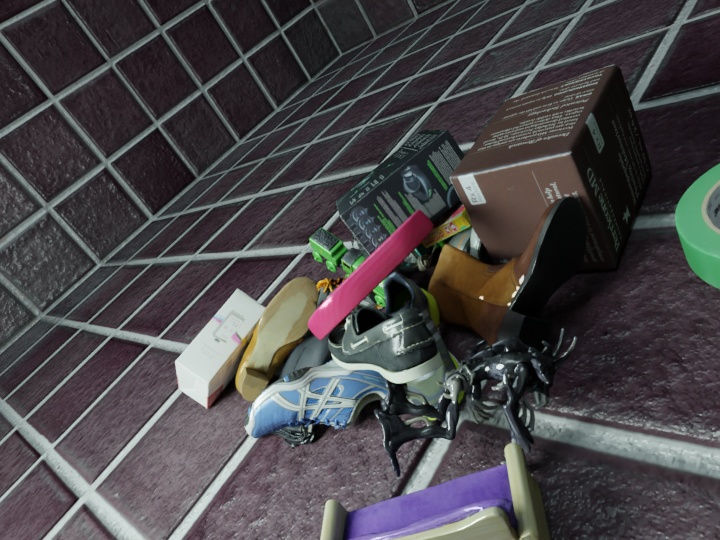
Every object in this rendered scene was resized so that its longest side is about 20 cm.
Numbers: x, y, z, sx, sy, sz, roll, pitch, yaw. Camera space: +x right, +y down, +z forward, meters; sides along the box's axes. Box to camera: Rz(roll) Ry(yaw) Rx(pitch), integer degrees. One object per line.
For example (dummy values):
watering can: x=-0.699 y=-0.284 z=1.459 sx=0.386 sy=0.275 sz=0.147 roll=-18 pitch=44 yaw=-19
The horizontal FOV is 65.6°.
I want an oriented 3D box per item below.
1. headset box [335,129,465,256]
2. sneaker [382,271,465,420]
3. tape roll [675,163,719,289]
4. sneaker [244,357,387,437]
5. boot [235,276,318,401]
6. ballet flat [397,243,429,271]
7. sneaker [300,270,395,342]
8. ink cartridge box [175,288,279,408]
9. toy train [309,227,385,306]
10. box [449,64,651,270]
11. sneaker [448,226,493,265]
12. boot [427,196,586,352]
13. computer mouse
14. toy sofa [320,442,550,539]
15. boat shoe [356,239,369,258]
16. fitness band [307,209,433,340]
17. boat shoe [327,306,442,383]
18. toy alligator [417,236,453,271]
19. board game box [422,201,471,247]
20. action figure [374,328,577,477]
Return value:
headset box: x=0.057 y=-0.111 z=0.832 sx=0.199 sy=0.093 sz=0.174 roll=-38 pitch=13 yaw=4
sneaker: x=0.064 y=0.085 z=0.667 sx=0.073 sy=0.081 sz=0.201 roll=-34 pitch=41 yaw=15
tape roll: x=0.422 y=-0.058 z=0.544 sx=0.199 sy=0.048 sz=0.201 roll=-28 pitch=26 yaw=15
sneaker: x=-0.046 y=0.158 z=0.676 sx=0.198 sy=0.076 sz=0.078 roll=-25 pitch=66 yaw=-2
boot: x=-0.136 y=0.097 z=0.857 sx=0.203 sy=0.070 sz=0.144 roll=-62 pitch=13 yaw=-4
ballet flat: x=0.089 y=-0.066 z=0.943 sx=0.071 sy=0.072 sz=0.201 roll=-20 pitch=28 yaw=28
sneaker: x=-0.033 y=0.044 z=0.889 sx=0.198 sy=0.078 sz=0.078 roll=-31 pitch=24 yaw=5
ink cartridge box: x=-0.218 y=0.116 z=0.938 sx=0.201 sy=0.067 sz=0.117 roll=-54 pitch=-7 yaw=-35
toy train: x=0.000 y=0.000 z=0.841 sx=0.199 sy=0.057 sz=0.042 roll=34 pitch=65 yaw=26
box: x=0.252 y=-0.124 z=0.723 sx=0.163 sy=0.167 sz=0.201 roll=-4 pitch=39 yaw=45
sneaker: x=0.189 y=-0.087 z=0.838 sx=0.079 sy=0.074 sz=0.201 roll=0 pitch=42 yaw=42
boot: x=0.168 y=-0.005 z=0.683 sx=0.200 sy=0.068 sz=0.191 roll=27 pitch=106 yaw=63
computer mouse: x=-0.076 y=0.147 z=0.792 sx=0.137 sy=0.053 sz=0.201 roll=-9 pitch=36 yaw=44
toy sofa: x=0.052 y=0.215 z=0.472 sx=0.198 sy=0.098 sz=0.083 roll=-26 pitch=27 yaw=21
boat shoe: x=0.060 y=-0.092 z=1.011 sx=0.071 sy=0.071 sz=0.201 roll=-10 pitch=35 yaw=42
fitness band: x=0.011 y=0.004 z=0.686 sx=0.200 sy=0.037 sz=0.144 roll=-45 pitch=-2 yaw=-11
boat shoe: x=0.015 y=0.068 z=0.597 sx=0.071 sy=0.068 sz=0.199 roll=-28 pitch=9 yaw=-23
toy alligator: x=0.145 y=-0.071 z=0.886 sx=0.054 sy=0.060 sz=0.201 roll=-13 pitch=33 yaw=37
board game box: x=0.163 y=-0.119 z=0.839 sx=0.095 sy=0.030 sz=0.200 roll=-28 pitch=19 yaw=52
action figure: x=0.117 y=0.126 z=0.537 sx=0.197 sy=0.103 sz=0.119 roll=-20 pitch=14 yaw=4
